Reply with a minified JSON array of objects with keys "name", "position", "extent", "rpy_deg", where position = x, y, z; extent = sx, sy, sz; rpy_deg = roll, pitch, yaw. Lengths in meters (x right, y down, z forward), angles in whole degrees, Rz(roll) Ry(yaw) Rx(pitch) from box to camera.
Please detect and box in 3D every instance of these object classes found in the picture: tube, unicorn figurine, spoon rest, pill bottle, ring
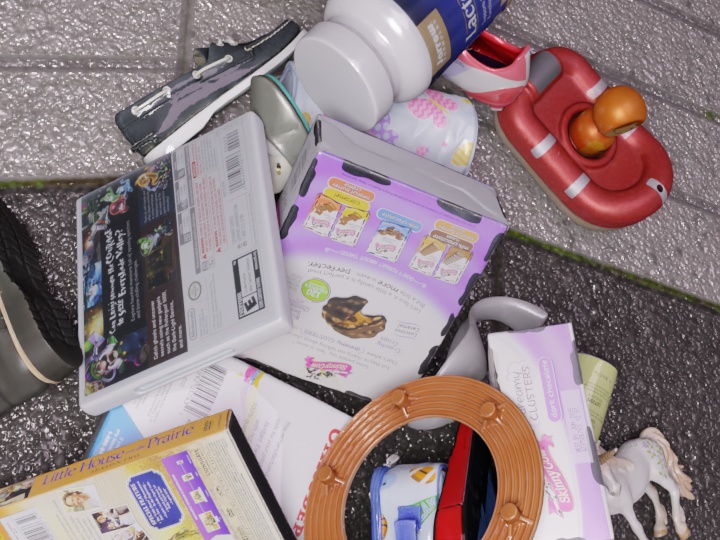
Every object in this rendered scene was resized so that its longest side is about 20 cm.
[{"name":"tube","position":[0.193,0.180,0.975],"extent":[0.057,0.052,0.203],"rpy_deg":[15,72,25]},{"name":"unicorn figurine","position":[0.248,0.204,0.958],"extent":[0.199,0.073,0.140],"rpy_deg":[-24,95,-61]},{"name":"spoon rest","position":[0.099,0.077,0.934],"extent":[0.060,0.100,0.199],"rpy_deg":[38,39,16]},{"name":"pill bottle","position":[0.039,-0.219,0.888],"extent":[0.116,0.116,0.200],"rpy_deg":[45,68,-5]},{"name":"ring","position":[0.040,0.165,0.755],"extent":[0.019,0.198,0.203],"rpy_deg":[47,60,-44]}]

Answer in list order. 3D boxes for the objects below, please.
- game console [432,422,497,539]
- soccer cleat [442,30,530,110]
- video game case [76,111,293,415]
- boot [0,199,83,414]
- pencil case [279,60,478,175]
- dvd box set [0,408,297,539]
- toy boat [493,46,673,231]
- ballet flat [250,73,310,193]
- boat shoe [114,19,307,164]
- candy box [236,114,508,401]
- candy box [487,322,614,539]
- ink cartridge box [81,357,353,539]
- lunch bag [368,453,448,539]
[{"name":"game console","position":[0.101,0.239,0.835],"extent":[0.177,0.030,0.204],"rpy_deg":[-59,140,-61]},{"name":"soccer cleat","position":[0.070,-0.221,0.988],"extent":[0.197,0.077,0.067],"rpy_deg":[25,60,6]},{"name":"video game case","position":[-0.144,-0.009,0.803],"extent":[0.179,0.023,0.203],"rpy_deg":[-23,55,16]},{"name":"boot","position":[-0.316,0.031,0.800],"extent":[0.137,0.077,0.202],"rpy_deg":[-36,61,6]},{"name":"pencil case","position":[0.012,-0.135,0.960],"extent":[0.196,0.083,0.092],"rpy_deg":[6,61,-21]},{"name":"dvd box set","position":[-0.156,0.196,0.754],"extent":[0.196,0.030,0.148],"rpy_deg":[-20,115,8]},{"name":"toy boat","position":[0.237,-0.139,1.025],"extent":[0.200,0.131,0.131],"rpy_deg":[47,66,-4]},{"name":"ballet flat","position":[-0.057,-0.072,0.886],"extent":[0.064,0.067,0.202],"rpy_deg":[-42,129,-18]},{"name":"boat shoe","position":[-0.130,-0.173,0.919],"extent":[0.200,0.075,0.061],"rpy_deg":[-45,100,-25]},{"name":"candy box","position":[0.000,0.000,0.855],"extent":[0.165,0.202,0.072],"rpy_deg":[20,28,-16]},{"name":"candy box","position":[0.151,0.161,0.851],"extent":[0.070,0.201,0.171],"rpy_deg":[-8,65,4]},{"name":"ink cartridge box","position":[-0.115,0.153,0.837],"extent":[0.197,0.085,0.147],"rpy_deg":[28,69,-12]},{"name":"lunch bag","position":[0.051,0.252,0.837],"extent":[0.074,0.160,0.205],"rpy_deg":[-7,75,16]}]
